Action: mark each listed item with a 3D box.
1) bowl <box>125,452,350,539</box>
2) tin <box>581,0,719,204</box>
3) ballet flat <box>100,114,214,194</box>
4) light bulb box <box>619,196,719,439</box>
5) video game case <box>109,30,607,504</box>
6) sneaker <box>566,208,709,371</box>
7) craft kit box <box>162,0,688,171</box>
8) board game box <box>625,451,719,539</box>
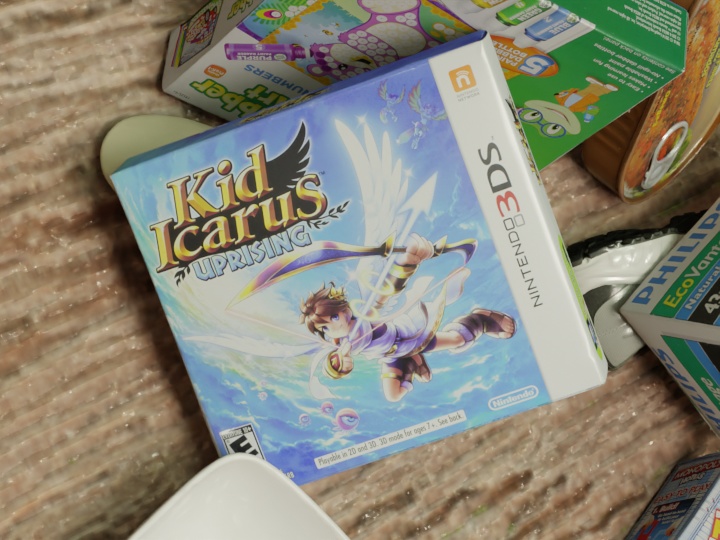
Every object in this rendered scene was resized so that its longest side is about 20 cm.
[{"bbox_3d":[-0.068,0.217,1.134,0.200,0.075,0.200,48,58,-8],"label":"bowl"},{"bbox_3d":[0.186,-0.125,1.322,0.112,0.201,0.042,-25,57,-41],"label":"tin"},{"bbox_3d":[-0.039,-0.030,1.223,0.199,0.069,0.070,28,65,-24],"label":"ballet flat"},{"bbox_3d":[0.284,0.004,1.262,0.198,0.200,0.125,-48,114,-17],"label":"light bulb box"},{"bbox_3d":[0.000,0.000,1.163,0.199,0.045,0.182,-19,99,10],"label":"video game case"},{"bbox_3d":[0.202,0.005,1.370,0.199,0.074,0.080,-15,95,-28],"label":"sneaker"},{"bbox_3d":[0.031,-0.113,1.208,0.199,0.197,0.049,23,58,-25],"label":"craft kit box"},{"bbox_3d":[0.201,0.214,1.316,0.200,0.062,0.201,36,62,-20],"label":"board game box"}]
